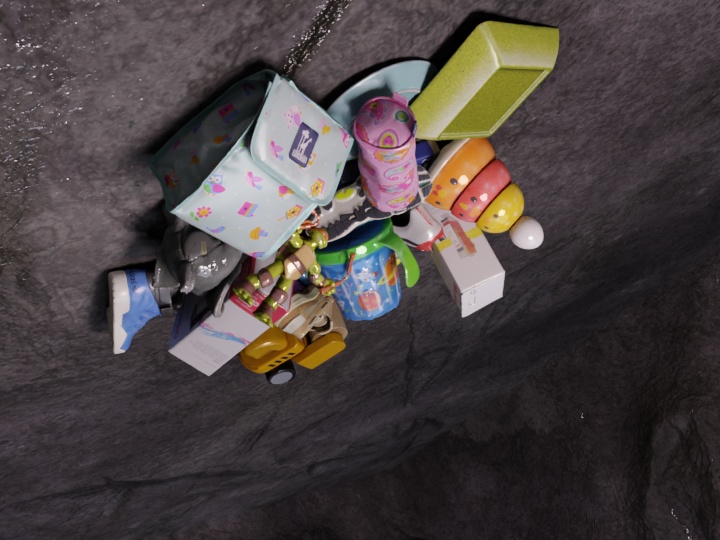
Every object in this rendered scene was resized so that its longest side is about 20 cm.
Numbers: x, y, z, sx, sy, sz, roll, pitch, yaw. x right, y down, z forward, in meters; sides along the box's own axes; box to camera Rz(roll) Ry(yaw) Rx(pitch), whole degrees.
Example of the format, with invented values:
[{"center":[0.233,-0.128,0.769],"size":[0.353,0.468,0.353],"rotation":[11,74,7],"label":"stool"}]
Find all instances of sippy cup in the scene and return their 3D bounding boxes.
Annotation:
[{"center":[0.000,0.000,1.433],"size":[0.139,0.131,0.178],"rotation":[-23,-157,-10],"label":"sippy cup"}]

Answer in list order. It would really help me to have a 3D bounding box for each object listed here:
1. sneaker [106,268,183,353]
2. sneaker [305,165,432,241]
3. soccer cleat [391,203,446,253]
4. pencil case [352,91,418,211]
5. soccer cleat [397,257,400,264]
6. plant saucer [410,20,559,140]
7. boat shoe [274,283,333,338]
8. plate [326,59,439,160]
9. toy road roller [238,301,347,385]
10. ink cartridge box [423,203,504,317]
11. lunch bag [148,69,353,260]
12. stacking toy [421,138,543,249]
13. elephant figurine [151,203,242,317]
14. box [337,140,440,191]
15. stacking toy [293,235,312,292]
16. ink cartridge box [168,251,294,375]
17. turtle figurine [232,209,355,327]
[{"center":[-0.324,0.060,1.434],"size":[0.111,0.077,0.200],"rotation":[-8,148,-20],"label":"sneaker"},{"center":[0.009,-0.103,1.387],"size":[0.199,0.078,0.080],"rotation":[-22,179,9],"label":"sneaker"},{"center":[0.056,-0.067,1.545],"size":[0.069,0.085,0.200],"rotation":[-44,-159,-28],"label":"soccer cleat"},{"center":[0.037,-0.152,1.246],"size":[0.087,0.088,0.200],"rotation":[-24,159,-5],"label":"pencil case"},{"center":[0.013,-0.019,1.671],"size":[0.084,0.065,0.200],"rotation":[-2,149,-44],"label":"soccer cleat"},{"center":[0.169,-0.243,1.284],"size":[0.200,0.048,0.200],"rotation":[-12,152,-49],"label":"plant saucer"},{"center":[-0.074,0.070,1.497],"size":[0.072,0.076,0.200],"rotation":[-48,172,24],"label":"boat shoe"},{"center":[0.027,-0.203,1.267],"size":[0.200,0.026,0.200],"rotation":[-29,161,-11],"label":"plate"},{"center":[-0.139,0.113,1.737],"size":[0.200,0.123,0.146],"rotation":[-31,148,16],"label":"toy road roller"},{"center":[0.162,-0.041,1.600],"size":[0.083,0.200,0.145],"rotation":[-25,160,-2],"label":"ink cartridge box"},{"center":[-0.120,-0.131,1.135],"size":[0.200,0.122,0.170],"rotation":[-41,140,14],"label":"lunch bag"},{"center":[0.200,-0.108,1.445],"size":[0.146,0.200,0.146],"rotation":[-46,168,-12],"label":"stacking toy"},{"center":[-0.216,-0.005,1.310],"size":[0.155,0.142,0.200],"rotation":[-22,156,-28],"label":"elephant figurine"},{"center":[0.017,-0.133,1.446],"size":[0.199,0.032,0.121],"rotation":[-18,159,-18],"label":"box"},{"center":[-0.058,-0.034,1.533],"size":[0.200,0.086,0.085],"rotation":[-36,158,15],"label":"stacking toy"},{"center":[-0.193,0.044,1.438],"size":[0.086,0.148,0.200],"rotation":[37,122,-27],"label":"ink cartridge box"},{"center":[-0.099,-0.013,1.285],"size":[0.161,0.064,0.200],"rotation":[-45,143,-13],"label":"turtle figurine"}]
